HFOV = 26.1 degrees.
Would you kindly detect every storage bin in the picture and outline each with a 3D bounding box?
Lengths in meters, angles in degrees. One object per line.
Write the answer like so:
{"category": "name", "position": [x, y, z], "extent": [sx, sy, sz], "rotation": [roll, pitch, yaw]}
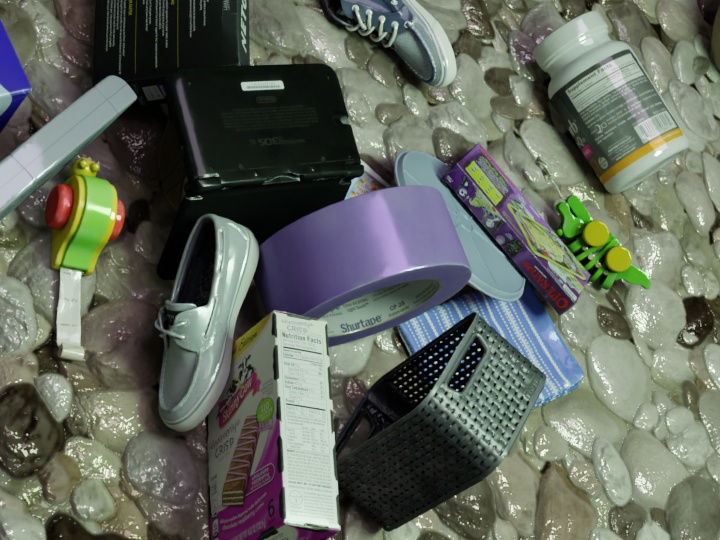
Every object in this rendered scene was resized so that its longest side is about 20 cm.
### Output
{"category": "storage bin", "position": [0.066, 0.144, 1.457], "extent": [0.094, 0.200, 0.135], "rotation": [42, 49, -8]}

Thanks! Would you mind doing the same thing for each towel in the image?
{"category": "towel", "position": [0.143, 0.089, 1.662], "extent": [0.200, 0.024, 0.145], "rotation": [-20, 77, -40]}

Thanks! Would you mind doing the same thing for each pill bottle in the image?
{"category": "pill bottle", "position": [0.297, -0.203, 1.871], "extent": [0.116, 0.116, 0.200], "rotation": [-24, 79, -41]}

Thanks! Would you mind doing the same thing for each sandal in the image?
{"category": "sandal", "position": [-0.159, -0.148, 1.559], "extent": [0.054, 0.080, 0.200], "rotation": [29, 44, -46]}

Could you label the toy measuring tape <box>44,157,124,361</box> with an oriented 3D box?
{"category": "toy measuring tape", "position": [-0.251, -0.020, 1.416], "extent": [0.074, 0.074, 0.200], "rotation": [14, 58, -29]}

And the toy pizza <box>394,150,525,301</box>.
{"category": "toy pizza", "position": [0.101, -0.044, 1.663], "extent": [0.200, 0.032, 0.200], "rotation": [39, 26, -24]}

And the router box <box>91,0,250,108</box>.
{"category": "router box", "position": [-0.188, -0.262, 1.552], "extent": [0.149, 0.051, 0.200], "rotation": [-7, 61, 7]}

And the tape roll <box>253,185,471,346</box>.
{"category": "tape roll", "position": [0.000, 0.000, 1.493], "extent": [0.200, 0.200, 0.085], "rotation": [-9, 71, -38]}

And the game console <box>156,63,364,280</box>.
{"category": "game console", "position": [-0.110, -0.098, 1.507], "extent": [0.200, 0.116, 0.176], "rotation": [-9, 80, -40]}

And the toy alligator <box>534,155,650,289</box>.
{"category": "toy alligator", "position": [0.252, -0.041, 1.793], "extent": [0.054, 0.059, 0.200], "rotation": [-43, 94, -1]}

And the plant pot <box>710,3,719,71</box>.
{"category": "plant pot", "position": [0.553, -0.315, 2.098], "extent": [0.200, 0.134, 0.201], "rotation": [17, 56, -27]}

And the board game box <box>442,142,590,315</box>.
{"category": "board game box", "position": [0.175, -0.048, 1.727], "extent": [0.200, 0.032, 0.120], "rotation": [50, 26, -1]}

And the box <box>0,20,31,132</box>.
{"category": "box", "position": [-0.425, -0.198, 1.371], "extent": [0.200, 0.105, 0.184], "rotation": [-17, 76, -40]}

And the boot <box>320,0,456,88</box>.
{"category": "boot", "position": [0.021, -0.280, 1.759], "extent": [0.090, 0.073, 0.200], "rotation": [-25, 73, -34]}

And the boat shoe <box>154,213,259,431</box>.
{"category": "boat shoe", "position": [-0.154, 0.043, 1.416], "extent": [0.071, 0.070, 0.201], "rotation": [32, 67, -46]}

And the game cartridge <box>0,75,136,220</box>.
{"category": "game cartridge", "position": [-0.288, -0.098, 1.392], "extent": [0.042, 0.133, 0.200], "rotation": [45, 48, -5]}

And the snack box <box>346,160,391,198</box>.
{"category": "snack box", "position": [0.024, -0.054, 1.657], "extent": [0.200, 0.024, 0.072], "rotation": [42, 48, -9]}

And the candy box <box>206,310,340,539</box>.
{"category": "candy box", "position": [-0.082, 0.154, 1.393], "extent": [0.061, 0.136, 0.200], "rotation": [13, 57, -30]}
